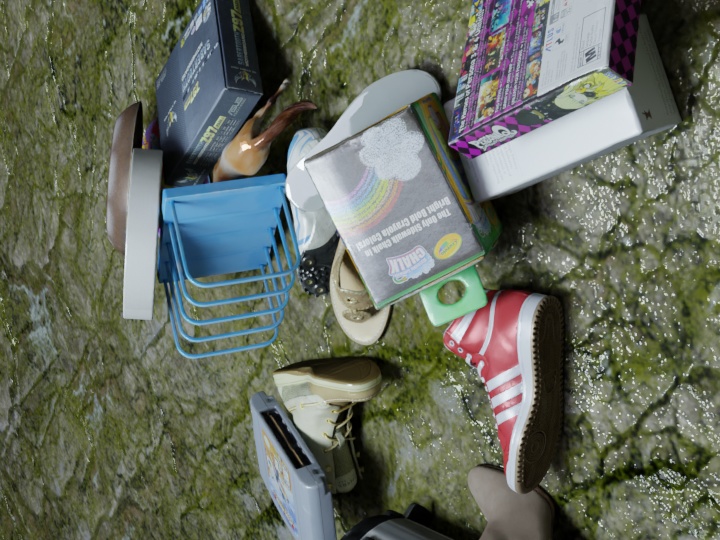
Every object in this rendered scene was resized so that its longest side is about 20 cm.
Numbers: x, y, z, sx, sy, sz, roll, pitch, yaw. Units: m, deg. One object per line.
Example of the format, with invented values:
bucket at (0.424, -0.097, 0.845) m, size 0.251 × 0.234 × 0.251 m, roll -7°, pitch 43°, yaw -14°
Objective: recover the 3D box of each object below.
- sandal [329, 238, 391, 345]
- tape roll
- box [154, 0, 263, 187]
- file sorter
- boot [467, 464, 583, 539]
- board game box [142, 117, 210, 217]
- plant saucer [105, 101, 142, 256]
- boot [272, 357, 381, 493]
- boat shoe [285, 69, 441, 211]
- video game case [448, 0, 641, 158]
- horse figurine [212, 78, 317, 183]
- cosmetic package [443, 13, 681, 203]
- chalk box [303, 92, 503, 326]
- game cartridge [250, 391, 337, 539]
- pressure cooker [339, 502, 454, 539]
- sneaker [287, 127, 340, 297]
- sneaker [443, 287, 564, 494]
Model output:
sandal at (-0.005, -0.002, 1.247) m, size 0.077 × 0.070 × 0.214 m, roll 18°, pitch 118°, yaw 17°
tape roll at (-0.257, -0.043, 1.353) m, size 0.203 × 0.036 × 0.206 m, roll -177°, pitch 90°, yaw -80°
box at (-0.185, -0.217, 1.363) m, size 0.200 × 0.050 × 0.160 m, roll -46°, pitch 47°, yaw 48°
file sorter at (-0.151, 0.000, 1.315) m, size 0.201 × 0.137 × 0.124 m, roll 112°, pitch 145°, yaw -59°
boot at (0.141, 0.281, 1.141) m, size 0.199 × 0.145 × 0.071 m, roll 33°, pitch 128°, yaw 37°
board game box at (-0.259, -0.105, 1.535) m, size 0.157 × 0.039 × 0.203 m, roll -3°, pitch 100°, yaw 49°
plant saucer at (-0.305, -0.118, 1.477) m, size 0.200 × 0.032 × 0.203 m, roll -175°, pitch 90°, yaw -81°
boot at (-0.026, 0.186, 1.353) m, size 0.199 × 0.071 × 0.157 m, roll -6°, pitch 98°, yaw 57°
boat shoe at (0.004, -0.139, 1.189) m, size 0.199 × 0.064 × 0.071 m, roll -37°, pitch 92°, yaw 19°
video game case at (0.155, -0.210, 0.945) m, size 0.180 × 0.036 × 0.202 m, roll -22°, pitch 50°, yaw 49°
horse figurine at (-0.124, -0.138, 1.299) m, size 0.050 × 0.133 × 0.200 m, roll 38°, pitch 148°, yaw -12°
cosmetic package at (0.173, -0.139, 1.010) m, size 0.199 × 0.074 × 0.103 m, roll -20°, pitch 88°, yaw 48°
chalk box at (0.055, -0.049, 1.096) m, size 0.123 × 0.124 × 0.202 m, roll -25°, pitch 96°, yaw 19°
game cartridge at (-0.083, 0.252, 1.383) m, size 0.200 × 0.041 × 0.135 m, roll -134°, pitch 37°, yaw -53°
pressure cooker at (0.046, 0.369, 1.260) m, size 0.199 × 0.175 × 0.181 m, roll 15°, pitch 118°, yaw 46°
sneaker at (-0.047, -0.066, 1.299) m, size 0.073 × 0.071 × 0.203 m, roll -116°, pitch 22°, yaw -61°
sneaker at (0.139, 0.114, 1.139) m, size 0.112 × 0.071 × 0.203 m, roll 13°, pitch 106°, yaw 41°
